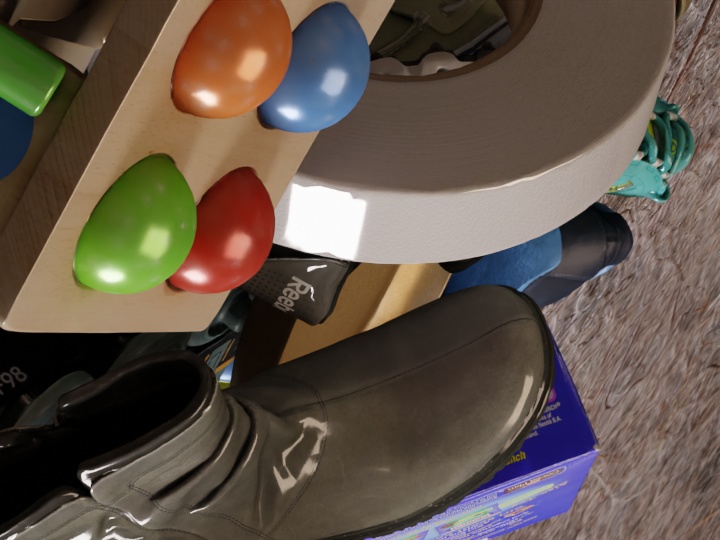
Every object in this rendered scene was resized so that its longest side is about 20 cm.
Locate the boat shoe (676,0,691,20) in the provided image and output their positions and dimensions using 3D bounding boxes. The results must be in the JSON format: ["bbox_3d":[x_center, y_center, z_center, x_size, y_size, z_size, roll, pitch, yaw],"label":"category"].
[{"bbox_3d":[0.078,-0.160,0.993,0.068,0.072,0.200,-52,133,-16],"label":"boat shoe"}]

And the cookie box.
[{"bbox_3d":[0.020,0.100,1.143,0.170,0.076,0.200,-19,167,-4],"label":"cookie box"}]

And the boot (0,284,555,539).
[{"bbox_3d":[-0.033,0.056,0.792,0.199,0.068,0.131,-29,155,8],"label":"boot"}]

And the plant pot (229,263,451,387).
[{"bbox_3d":[0.000,0.000,0.941,0.201,0.027,0.200,-56,165,-24],"label":"plant pot"}]

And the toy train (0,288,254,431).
[{"bbox_3d":[-0.112,0.036,0.886,0.200,0.085,0.114,-36,162,-45],"label":"toy train"}]

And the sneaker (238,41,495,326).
[{"bbox_3d":[-0.040,-0.025,0.804,0.066,0.198,0.091,134,-51,-78],"label":"sneaker"}]

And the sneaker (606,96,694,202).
[{"bbox_3d":[0.106,-0.064,1.001,0.200,0.079,0.078,-38,145,-78],"label":"sneaker"}]

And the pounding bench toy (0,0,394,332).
[{"bbox_3d":[-0.100,-0.067,0.624,0.125,0.156,0.200,-60,160,11],"label":"pounding bench toy"}]

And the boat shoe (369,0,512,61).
[{"bbox_3d":[0.026,-0.110,1.026,0.200,0.072,0.062,-36,115,-43],"label":"boat shoe"}]

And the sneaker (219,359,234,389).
[{"bbox_3d":[-0.031,0.009,1.058,0.200,0.065,0.079,-21,115,-72],"label":"sneaker"}]

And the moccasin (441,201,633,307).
[{"bbox_3d":[0.060,-0.003,1.095,0.068,0.200,0.081,-4,97,-23],"label":"moccasin"}]

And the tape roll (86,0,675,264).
[{"bbox_3d":[0.007,-0.089,0.782,0.203,0.202,0.037,-43,157,-34],"label":"tape roll"}]
